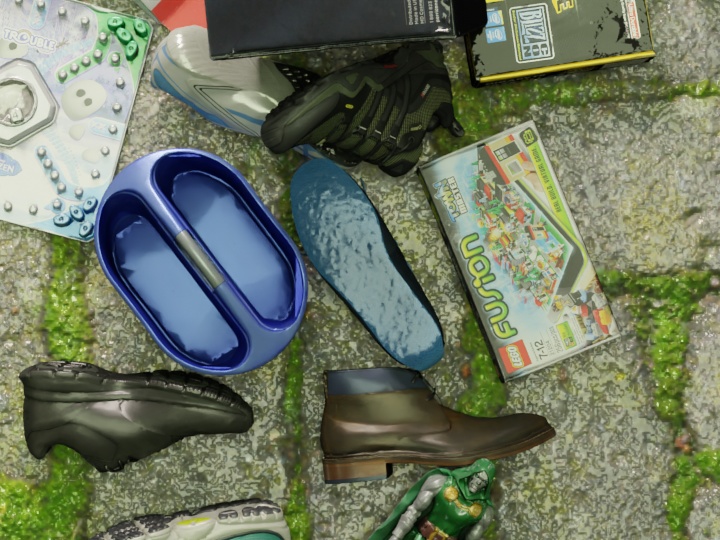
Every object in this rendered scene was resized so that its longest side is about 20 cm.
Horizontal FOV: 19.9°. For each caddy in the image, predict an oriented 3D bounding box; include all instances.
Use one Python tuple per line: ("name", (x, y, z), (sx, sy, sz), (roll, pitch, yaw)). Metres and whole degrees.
("caddy", (-0.132, -0.006, 1.711), (0.141, 0.105, 0.200), (-38, 88, -4))

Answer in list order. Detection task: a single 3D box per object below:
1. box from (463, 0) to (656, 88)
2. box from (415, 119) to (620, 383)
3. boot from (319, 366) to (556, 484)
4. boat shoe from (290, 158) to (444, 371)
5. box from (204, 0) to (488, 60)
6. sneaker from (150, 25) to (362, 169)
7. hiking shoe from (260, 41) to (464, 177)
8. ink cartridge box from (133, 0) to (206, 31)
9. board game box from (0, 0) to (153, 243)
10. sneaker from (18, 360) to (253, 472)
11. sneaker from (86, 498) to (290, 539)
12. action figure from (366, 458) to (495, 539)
("box", (0.159, -0.268, 1.774), (0.159, 0.049, 0.201), (-8, 86, -1))
("box", (0.135, -0.015, 1.759), (0.110, 0.035, 0.201), (-22, 87, -4))
("boot", (0.061, 0.118, 1.727), (0.199, 0.075, 0.097), (-9, 89, -1))
("boat shoe", (0.000, 0.000, 1.739), (0.084, 0.069, 0.201), (-27, 86, 4))
("box", (-0.011, -0.242, 1.655), (0.197, 0.200, 0.124), (-5, 99, 11))
("sneaker", (-0.086, -0.142, 1.753), (0.199, 0.072, 0.072), (27, 57, -12))
("hiking shoe", (0.009, -0.123, 1.712), (0.200, 0.076, 0.101), (-26, 93, -34))
("ink cartridge box", (-0.142, -0.293, 1.763), (0.200, 0.050, 0.161), (43, 85, 3))
("board game box", (-0.298, -0.145, 1.756), (0.199, 0.026, 0.201), (15, 85, -1))
("sneaker", (-0.189, 0.127, 1.725), (0.199, 0.076, 0.091), (5, 95, 5))
("sneaker", (-0.156, 0.245, 1.711), (0.199, 0.078, 0.080), (-8, 95, -3))
("action figure", (0.050, 0.234, 1.701), (0.118, 0.055, 0.200), (31, 105, -11))
